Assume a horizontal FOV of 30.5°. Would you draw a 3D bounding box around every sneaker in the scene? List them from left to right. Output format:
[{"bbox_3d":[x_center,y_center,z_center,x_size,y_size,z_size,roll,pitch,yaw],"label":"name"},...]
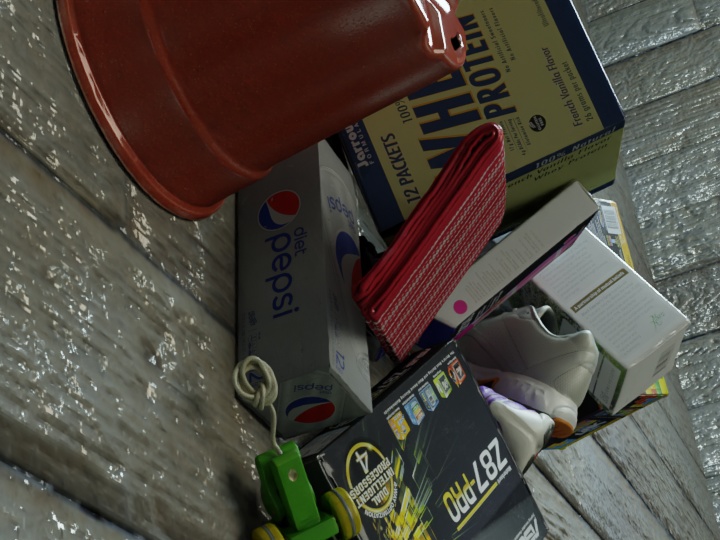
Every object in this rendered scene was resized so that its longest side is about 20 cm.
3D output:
[{"bbox_3d":[0.098,0.140,1.067,0.083,0.081,0.201,37,-25,11],"label":"sneaker"},{"bbox_3d":[0.118,0.065,1.105,0.093,0.199,0.076,-57,136,-11],"label":"sneaker"}]

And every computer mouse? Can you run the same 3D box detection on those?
[{"bbox_3d":[-0.013,-0.054,0.985,0.058,0.034,0.201,31,26,-52],"label":"computer mouse"}]

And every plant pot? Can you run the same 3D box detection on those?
[{"bbox_3d":[-0.050,-0.159,0.808,0.201,0.193,0.202,55,23,-38],"label":"plant pot"}]

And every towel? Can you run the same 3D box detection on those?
[{"bbox_3d":[0.051,-0.013,0.888,0.022,0.145,0.200,35,-7,13],"label":"towel"}]

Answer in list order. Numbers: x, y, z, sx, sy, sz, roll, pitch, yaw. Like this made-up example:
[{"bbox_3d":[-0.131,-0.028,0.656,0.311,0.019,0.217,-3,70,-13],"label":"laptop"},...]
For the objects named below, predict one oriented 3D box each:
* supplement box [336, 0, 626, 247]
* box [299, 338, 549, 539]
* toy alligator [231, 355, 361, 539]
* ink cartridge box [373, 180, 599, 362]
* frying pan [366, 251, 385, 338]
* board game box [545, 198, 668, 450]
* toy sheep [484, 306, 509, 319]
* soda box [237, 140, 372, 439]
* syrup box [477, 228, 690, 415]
[{"bbox_3d":[0.089,-0.110,1.039,0.200,0.198,0.136,46,19,-77],"label":"supplement box"},{"bbox_3d":[0.041,0.158,0.892,0.200,0.049,0.163,-32,98,-55],"label":"box"},{"bbox_3d":[-0.038,0.145,0.776,0.054,0.059,0.203,-9,-78,67],"label":"toy alligator"},{"bbox_3d":[0.098,0.012,1.047,0.037,0.199,0.095,52,-13,10],"label":"ink cartridge box"},{"bbox_3d":[-0.008,-0.014,1.052,0.116,0.031,0.190,63,15,-18],"label":"frying pan"},{"bbox_3d":[0.206,0.056,1.301,0.056,0.165,0.203,4,63,-33],"label":"board game box"},{"bbox_3d":[0.135,0.072,1.238,0.200,0.136,0.139,-114,178,-70],"label":"toy sheep"},{"bbox_3d":[-0.039,0.006,0.881,0.064,0.067,0.202,51,26,-46],"label":"soda box"},{"bbox_3d":[0.179,0.019,1.142,0.200,0.081,0.079,46,-24,27],"label":"syrup box"}]
